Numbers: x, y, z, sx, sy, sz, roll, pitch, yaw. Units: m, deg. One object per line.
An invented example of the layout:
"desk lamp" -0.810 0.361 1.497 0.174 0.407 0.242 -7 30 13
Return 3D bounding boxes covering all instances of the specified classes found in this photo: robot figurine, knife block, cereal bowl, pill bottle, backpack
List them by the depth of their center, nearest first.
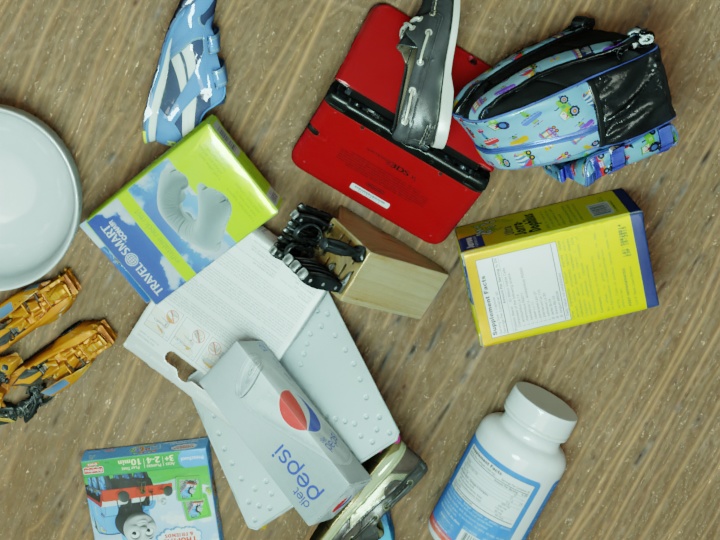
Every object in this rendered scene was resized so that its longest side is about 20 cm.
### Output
"backpack" 0.201 -0.161 1.410 0.198 0.183 0.136 -25 110 -9
"knife block" 0.000 0.000 1.472 0.199 0.176 0.064 32 105 -9
"cereal bowl" -0.394 -0.085 1.495 0.197 0.083 0.203 0 107 1
"robot figurine" -0.384 0.092 1.559 0.199 0.058 0.146 -33 103 8
"pill bottle" 0.167 0.234 1.573 0.111 0.112 0.202 26 104 -7

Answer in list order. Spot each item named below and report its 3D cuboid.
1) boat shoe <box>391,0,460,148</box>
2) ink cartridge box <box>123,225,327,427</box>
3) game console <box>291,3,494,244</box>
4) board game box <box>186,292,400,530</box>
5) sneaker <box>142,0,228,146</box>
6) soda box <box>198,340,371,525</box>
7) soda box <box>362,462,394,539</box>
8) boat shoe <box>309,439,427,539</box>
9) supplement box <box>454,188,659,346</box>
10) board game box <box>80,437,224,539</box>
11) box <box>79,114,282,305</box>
"boat shoe" 0.066 -0.228 1.434 0.059 0.074 0.203 6 84 -8
"ink cartridge box" -0.147 0.046 1.537 0.160 0.050 0.201 36 107 4
"game console" 0.052 -0.157 1.509 0.198 0.119 0.173 30 135 -8
"board game box" -0.076 0.154 1.534 0.199 0.026 0.201 -33 63 9
"sneaker" -0.173 -0.222 1.465 0.081 0.074 0.202 16 113 -7
"soda box" -0.080 0.169 1.462 0.068 0.063 0.201 -44 72 16
"soda box" -0.012 0.233 1.598 0.067 0.064 0.203 -12 106 4
"boat shoe" 0.000 0.279 1.539 0.065 0.073 0.201 36 103 -5
"supplement box" 0.211 -0.005 1.505 0.197 0.110 0.110 -13 106 3
"board game box" -0.240 0.304 1.632 0.149 0.037 0.203 -7 107 1
"box" -0.197 -0.057 1.472 0.199 0.048 0.122 -36 103 15
